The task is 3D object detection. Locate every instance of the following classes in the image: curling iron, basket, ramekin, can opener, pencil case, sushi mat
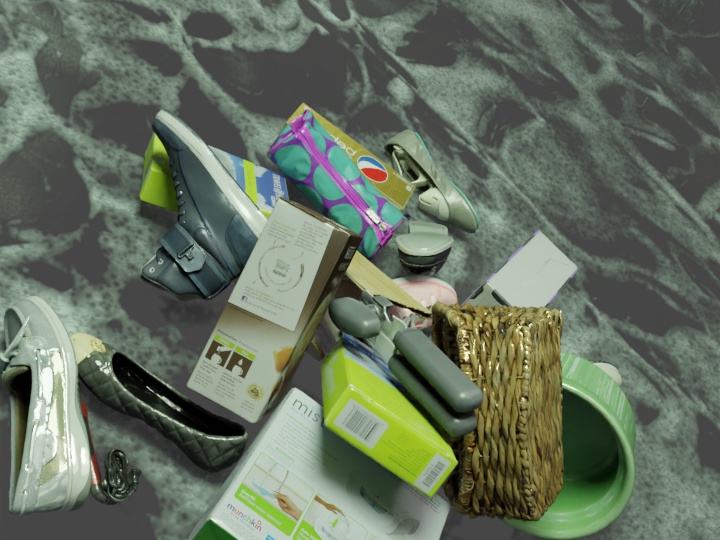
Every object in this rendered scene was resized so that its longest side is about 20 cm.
[{"bbox_3d":[-0.257,0.130,0.792,0.049,0.026,0.201,15,36,-57],"label":"curling iron"},{"bbox_3d":[0.117,0.139,0.856,0.142,0.148,0.203,-13,103,-62],"label":"basket"},{"bbox_3d":[0.216,0.191,0.970,0.200,0.200,0.098,43,32,6],"label":"ramekin"},{"bbox_3d":[0.034,0.085,0.816,0.066,0.054,0.200,-6,31,-30],"label":"can opener"},{"bbox_3d":[-0.030,-0.110,1.111,0.085,0.092,0.200,-46,100,-12],"label":"pencil case"},{"bbox_3d":[0.000,0.000,0.989,0.095,0.012,0.200,23,12,-37],"label":"sushi mat"}]

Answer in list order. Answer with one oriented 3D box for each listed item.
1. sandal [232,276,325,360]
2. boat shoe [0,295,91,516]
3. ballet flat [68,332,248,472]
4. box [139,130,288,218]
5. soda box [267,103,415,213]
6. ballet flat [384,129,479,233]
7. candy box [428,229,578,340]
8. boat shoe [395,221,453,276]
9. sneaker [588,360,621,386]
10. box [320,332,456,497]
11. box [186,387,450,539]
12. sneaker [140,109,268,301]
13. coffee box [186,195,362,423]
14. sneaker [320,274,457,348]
[{"bbox_3d":[-0.131,0.043,0.955,0.069,0.078,0.212,-36,68,-16],"label":"sandal"},{"bbox_3d":[-0.287,0.113,0.747,0.064,0.074,0.204,3,58,-41],"label":"boat shoe"},{"bbox_3d":[-0.194,0.118,0.818,0.199,0.057,0.067,36,22,-7],"label":"ballet flat"},{"bbox_3d":[-0.164,-0.097,1.039,0.198,0.048,0.122,20,28,-21],"label":"box"},{"bbox_3d":[-0.026,-0.140,1.192,0.199,0.064,0.068,35,39,-4],"label":"soda box"},{"bbox_3d":[0.101,-0.125,1.291,0.063,0.068,0.201,-25,67,-18],"label":"ballet flat"},{"bbox_3d":[0.149,0.064,1.027,0.072,0.200,0.168,45,39,7],"label":"candy box"},{"bbox_3d":[0.084,-0.021,1.110,0.075,0.061,0.200,7,12,11],"label":"boat shoe"},{"bbox_3d":[0.279,0.173,1.145,0.198,0.070,0.094,7,67,-36],"label":"sneaker"},{"bbox_3d":[0.021,0.132,0.834,0.121,0.048,0.200,36,6,-8],"label":"box"},{"bbox_3d":[-0.037,0.242,0.799,0.199,0.097,0.177,36,39,-3],"label":"box"},{"bbox_3d":[-0.197,-0.062,0.918,0.203,0.146,0.077,51,-3,9],"label":"sneaker"},{"bbox_3d":[-0.081,0.037,0.849,0.079,0.202,0.114,27,4,5],"label":"coffee box"},{"bbox_3d":[0.040,0.061,1.034,0.198,0.076,0.105,5,35,-25],"label":"sneaker"}]
